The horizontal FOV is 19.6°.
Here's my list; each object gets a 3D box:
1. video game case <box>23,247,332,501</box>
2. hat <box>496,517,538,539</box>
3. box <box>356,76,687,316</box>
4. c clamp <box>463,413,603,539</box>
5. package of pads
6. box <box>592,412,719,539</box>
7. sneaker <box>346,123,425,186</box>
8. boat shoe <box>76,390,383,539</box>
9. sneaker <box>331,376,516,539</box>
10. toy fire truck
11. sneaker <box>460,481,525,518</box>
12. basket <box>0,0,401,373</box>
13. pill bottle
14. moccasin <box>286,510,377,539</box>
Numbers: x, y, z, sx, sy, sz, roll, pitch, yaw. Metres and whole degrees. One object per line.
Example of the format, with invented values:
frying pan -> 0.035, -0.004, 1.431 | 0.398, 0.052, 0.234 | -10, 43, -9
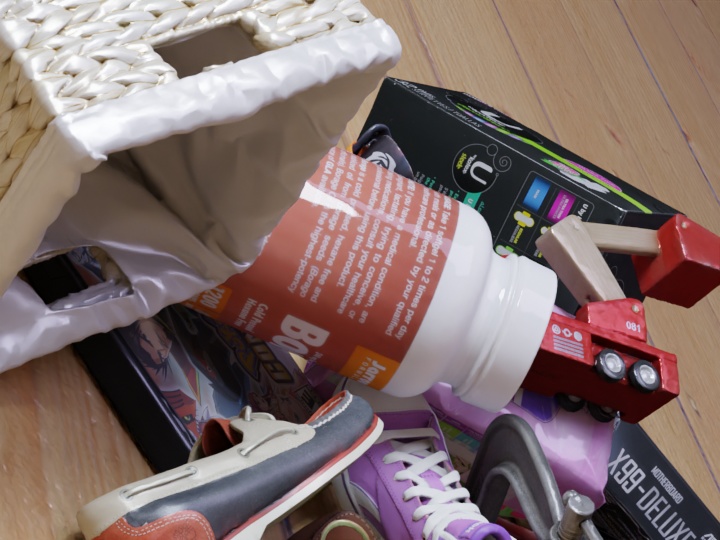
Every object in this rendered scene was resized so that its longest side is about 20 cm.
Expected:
video game case -> -0.091, 0.048, 1.144 | 0.201, 0.025, 0.181 | 56, 20, 4
hat -> 0.131, 0.163, 1.212 | 0.166, 0.198, 0.178 | 53, 21, -79
box -> 0.099, -0.032, 1.448 | 0.199, 0.125, 0.148 | 30, 12, 21
c clamp -> 0.083, 0.173, 1.129 | 0.027, 0.201, 0.172 | -3, 48, -22
package of pads -> 0.068, 0.060, 1.278 | 0.199, 0.076, 0.121 | 30, 48, -19
box -> 0.185, 0.157, 1.450 | 0.200, 0.050, 0.158 | 50, -9, -9
sneaker -> -0.028, -0.050, 1.316 | 0.078, 0.112, 0.200 | 59, 21, 17
boat shoe -> -0.059, 0.101, 1.019 | 0.063, 0.071, 0.200 | 51, 40, 5
sneaker -> 0.045, 0.129, 1.123 | 0.072, 0.114, 0.202 | -5, 67, -27
toy fire truck -> 0.142, 0.017, 1.274 | 0.199, 0.049, 0.142 | 19, 52, -26
sneaker -> 0.071, 0.082, 1.377 | 0.200, 0.076, 0.084 | 49, 24, -16
basket -> -0.128, -0.078, 0.949 | 0.197, 0.200, 0.161 | -23, 70, -42
pill bottle -> 0.000, 0.000, 1.129 | 0.198, 0.113, 0.112 | 24, 25, -6
moccasin -> -0.017, 0.173, 1.028 | 0.074, 0.078, 0.201 | 52, 20, -4
